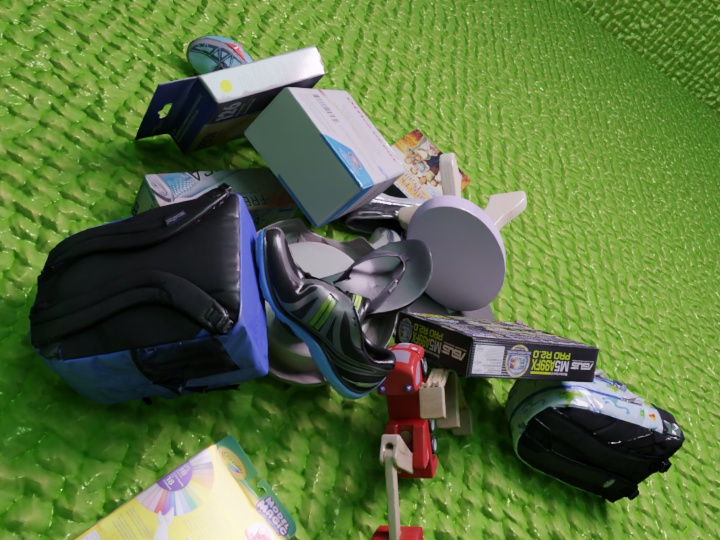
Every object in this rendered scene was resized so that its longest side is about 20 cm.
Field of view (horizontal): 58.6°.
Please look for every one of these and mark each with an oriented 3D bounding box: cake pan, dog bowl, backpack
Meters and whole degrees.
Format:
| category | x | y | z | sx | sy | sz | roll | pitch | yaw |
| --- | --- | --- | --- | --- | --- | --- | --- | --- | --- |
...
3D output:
| category | x | y | z | sx | sy | sz | roll | pitch | yaw |
| --- | --- | --- | --- | --- | --- | --- | --- | --- | --- |
| cake pan | 0.119 | 0.057 | 0.929 | 0.197 | 0.037 | 0.203 | 22 | 43 | -22 |
| dog bowl | -0.058 | 0.040 | 0.742 | 0.195 | 0.059 | 0.204 | 6 | 62 | -12 |
| backpack | -0.187 | 0.045 | 0.597 | 0.195 | 0.169 | 0.165 | -10 | 50 | 1 |
| backpack | 0.287 | 0.208 | 0.849 | 0.196 | 0.165 | 0.155 | 11 | 39 | -22 |

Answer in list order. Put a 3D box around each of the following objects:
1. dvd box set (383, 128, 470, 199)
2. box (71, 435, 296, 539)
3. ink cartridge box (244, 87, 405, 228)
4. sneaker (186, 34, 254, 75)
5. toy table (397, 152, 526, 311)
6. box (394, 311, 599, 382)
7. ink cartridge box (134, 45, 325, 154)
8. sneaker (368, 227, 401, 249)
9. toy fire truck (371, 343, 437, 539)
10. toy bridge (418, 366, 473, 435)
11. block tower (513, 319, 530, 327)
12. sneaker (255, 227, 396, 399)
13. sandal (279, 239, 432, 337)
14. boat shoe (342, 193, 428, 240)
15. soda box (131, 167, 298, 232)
| category | x | y | z | sx | sy | sz | roll | pitch | yaw |
| --- | --- | --- | --- | --- | --- | --- | --- | --- | --- |
| dvd box set | 0.103 | -0.165 | 1.121 | 0.146 | 0.029 | 0.200 | 44 | 39 | 3 |
| box | -0.154 | 0.237 | 0.543 | 0.118 | 0.049 | 0.199 | 50 | 43 | 11 |
| ink cartridge box | -0.036 | -0.149 | 0.817 | 0.145 | 0.084 | 0.200 | 52 | 24 | 1 |
| sneaker | -0.185 | -0.267 | 0.948 | 0.199 | 0.080 | 0.096 | 39 | 42 | -2 |
| toy table | 0.134 | -0.053 | 0.869 | 0.179 | 0.202 | 0.119 | 2 | 48 | 11 |
| box | 0.165 | 0.093 | 0.790 | 0.196 | 0.159 | 0.045 | 8 | 93 | -29 |
| ink cartridge box | -0.166 | -0.200 | 0.795 | 0.198 | 0.197 | 0.048 | -26 | 95 | -27 |
| sneaker | 0.000 | 0.000 | 0.858 | 0.084 | 0.077 | 0.202 | 27 | 41 | -9 |
| toy fire truck | 0.043 | 0.192 | 0.675 | 0.141 | 0.048 | 0.205 | -32 | 115 | -70 |
| toy bridge | 0.101 | 0.149 | 0.745 | 0.200 | 0.027 | 0.069 | 45 | 41 | -64 |
| block tower | 0.290 | 0.151 | 0.965 | 0.198 | 0.058 | 0.054 | 31 | 40 | -10 |
| sneaker | -0.033 | 0.035 | 0.633 | 0.201 | 0.082 | 0.071 | 54 | 13 | -17 |
| sandal | 0.004 | 0.019 | 0.711 | 0.197 | 0.043 | 0.077 | -25 | 71 | -25 |
| boat shoe | 0.057 | -0.069 | 0.979 | 0.196 | 0.072 | 0.072 | 10 | 56 | -18 |
| soda box | -0.175 | -0.079 | 0.798 | 0.198 | 0.064 | 0.069 | -13 | 62 | -45 |
